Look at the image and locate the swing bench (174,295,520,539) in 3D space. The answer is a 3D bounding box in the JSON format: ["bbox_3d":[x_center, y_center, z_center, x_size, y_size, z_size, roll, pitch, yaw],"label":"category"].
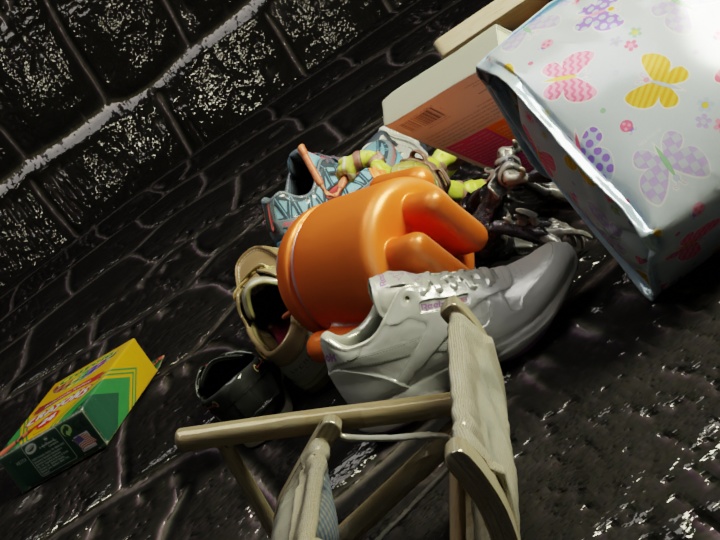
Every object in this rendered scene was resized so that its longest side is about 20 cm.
[{"bbox_3d":[-0.001,0.137,0.724,0.198,0.131,0.199,-26,15,12],"label":"swing bench"}]

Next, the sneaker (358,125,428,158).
[{"bbox_3d":[-0.010,-0.101,1.615,0.129,0.080,0.200,-12,35,38],"label":"sneaker"}]

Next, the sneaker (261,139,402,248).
[{"bbox_3d":[-0.027,-0.092,1.409,0.079,0.096,0.200,-20,20,44],"label":"sneaker"}]

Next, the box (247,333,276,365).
[{"bbox_3d":[0.000,0.000,1.335,0.159,0.044,0.200,-24,17,36],"label":"box"}]

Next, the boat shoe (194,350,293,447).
[{"bbox_3d":[-0.109,0.098,1.230,0.074,0.063,0.201,-41,13,-5],"label":"boat shoe"}]

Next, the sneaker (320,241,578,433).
[{"bbox_3d":[0.063,0.029,0.979,0.199,0.100,0.075,-34,13,-2],"label":"sneaker"}]

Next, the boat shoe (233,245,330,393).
[{"bbox_3d":[-0.075,0.027,1.227,0.074,0.066,0.200,-49,35,7],"label":"boat shoe"}]

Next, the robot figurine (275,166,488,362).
[{"bbox_3d":[0.009,-0.005,1.092,0.116,0.146,0.199,-8,-4,-38],"label":"robot figurine"}]

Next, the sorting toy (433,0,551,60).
[{"bbox_3d":[0.195,-0.232,1.440,0.199,0.070,0.199,-33,-18,8],"label":"sorting toy"}]

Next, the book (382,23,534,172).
[{"bbox_3d":[0.135,-0.126,1.164,0.133,0.199,0.049,-27,56,41],"label":"book"}]

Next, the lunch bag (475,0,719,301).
[{"bbox_3d":[0.196,-0.114,0.925,0.169,0.201,0.127,-36,-25,-3],"label":"lunch bag"}]

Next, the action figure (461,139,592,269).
[{"bbox_3d":[0.137,-0.058,1.099,0.120,0.101,0.201,-84,13,-48],"label":"action figure"}]

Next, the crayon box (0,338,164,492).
[{"bbox_3d":[-0.305,0.149,1.535,0.126,0.051,0.200,-30,14,21],"label":"crayon box"}]

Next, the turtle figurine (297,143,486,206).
[{"bbox_3d":[0.051,-0.082,1.275,0.161,0.199,0.065,-21,-41,-49],"label":"turtle figurine"}]
